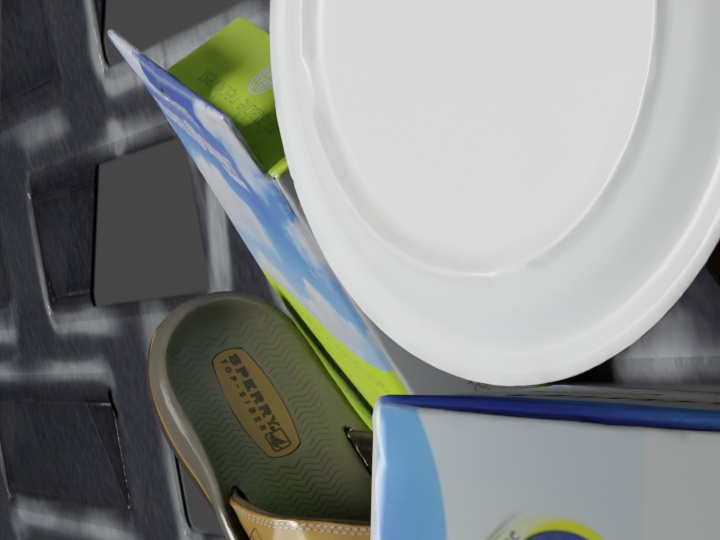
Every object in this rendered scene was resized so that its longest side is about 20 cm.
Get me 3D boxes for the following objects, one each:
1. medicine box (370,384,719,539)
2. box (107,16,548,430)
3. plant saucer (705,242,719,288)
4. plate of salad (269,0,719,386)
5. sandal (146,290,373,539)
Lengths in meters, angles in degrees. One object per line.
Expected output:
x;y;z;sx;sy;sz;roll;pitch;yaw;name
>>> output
0.071;0.120;0.661;0.200;0.102;0.183;5;-93;-75;medicine box
0.000;0.000;0.949;0.200;0.048;0.122;58;170;-27;box
0.117;-0.078;0.713;0.200;0.034;0.201;170;90;-73;plant saucer
0.045;-0.069;0.778;0.200;0.048;0.201;2;92;49;plate of salad
-0.002;0.079;0.942;0.200;0.081;0.055;57;151;23;sandal
